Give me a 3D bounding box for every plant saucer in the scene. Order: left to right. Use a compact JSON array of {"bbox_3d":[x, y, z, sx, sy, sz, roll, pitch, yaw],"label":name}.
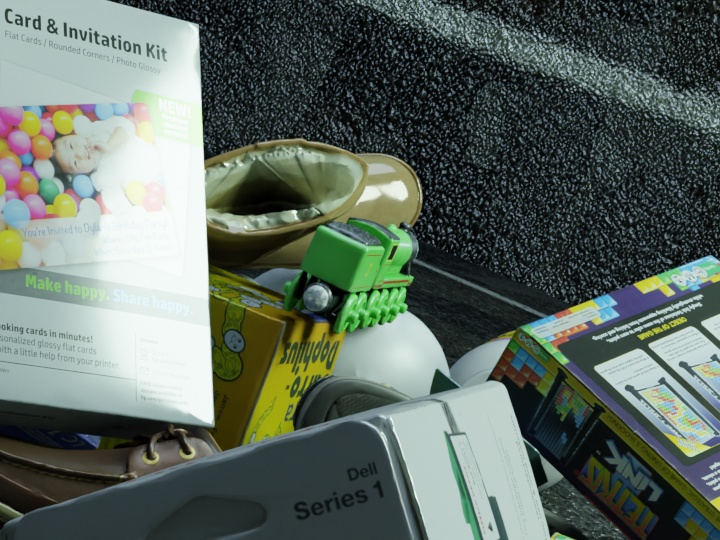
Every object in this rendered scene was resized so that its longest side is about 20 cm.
[{"bbox_3d":[0.070,0.094,1.353,0.070,0.019,0.200,39,-3,10],"label":"plant saucer"}]

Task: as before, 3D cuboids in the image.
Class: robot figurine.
[{"bbox_3d":[-0.018,0.062,1.461,0.169,0.113,0.200,38,-3,-28],"label":"robot figurine"}]

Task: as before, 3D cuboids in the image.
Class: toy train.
[{"bbox_3d":[0.000,0.000,1.303,0.042,0.057,0.200,24,5,9],"label":"toy train"}]

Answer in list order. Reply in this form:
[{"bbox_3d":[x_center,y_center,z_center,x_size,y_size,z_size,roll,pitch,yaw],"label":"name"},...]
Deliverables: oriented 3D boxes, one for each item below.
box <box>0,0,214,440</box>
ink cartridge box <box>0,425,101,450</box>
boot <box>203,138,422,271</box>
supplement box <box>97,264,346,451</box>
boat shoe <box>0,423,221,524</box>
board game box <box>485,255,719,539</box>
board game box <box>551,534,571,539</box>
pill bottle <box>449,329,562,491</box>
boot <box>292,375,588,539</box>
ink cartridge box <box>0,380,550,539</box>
[{"bbox_3d":[-0.141,-0.029,1.101,0.156,0.201,0.041,11,-23,-38],"label":"box"},{"bbox_3d":[-0.173,-0.002,1.164,0.076,0.201,0.136,-6,-33,36],"label":"ink cartridge box"},{"bbox_3d":[-0.027,-0.038,1.362,0.175,0.066,0.200,-15,-3,-14],"label":"boot"},{"bbox_3d":[-0.127,0.041,1.302,0.199,0.110,0.109,22,6,16],"label":"supplement box"},{"bbox_3d":[-0.087,0.099,1.082,0.199,0.068,0.072,18,6,-16],"label":"boat shoe"},{"bbox_3d":[0.188,0.080,1.337,0.165,0.057,0.200,45,36,23],"label":"board game box"},{"bbox_3d":[0.141,0.183,1.080,0.165,0.057,0.200,20,5,10],"label":"board game box"},{"bbox_3d":[0.106,0.095,1.638,0.104,0.105,0.200,21,5,8],"label":"pill bottle"},{"bbox_3d":[0.019,0.102,1.288,0.200,0.073,0.151,33,0,-30],"label":"boot"},{"bbox_3d":[-0.022,0.102,0.887,0.146,0.085,0.200,-17,-3,14],"label":"ink cartridge box"}]
